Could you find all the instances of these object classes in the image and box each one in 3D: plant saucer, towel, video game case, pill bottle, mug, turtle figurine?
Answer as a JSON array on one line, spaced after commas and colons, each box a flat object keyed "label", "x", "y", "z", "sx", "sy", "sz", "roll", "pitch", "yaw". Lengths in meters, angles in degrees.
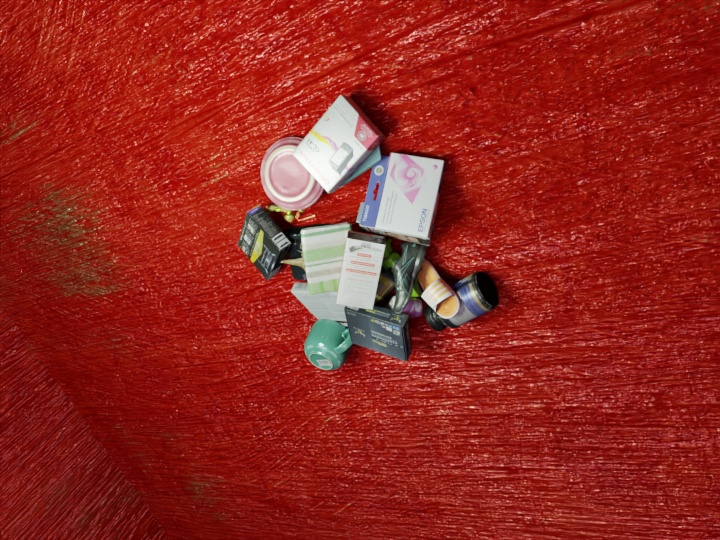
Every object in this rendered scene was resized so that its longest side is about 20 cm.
[{"label": "plant saucer", "x": -0.192, "y": -0.270, "z": 1.458, "sx": 0.196, "sy": 0.051, "sz": 0.205, "roll": 2, "pitch": 100, "yaw": 11}, {"label": "plant saucer", "x": -0.019, "y": -0.281, "z": 1.414, "sx": 0.198, "sy": 0.071, "sz": 0.019, "roll": -26, "pitch": 148, "yaw": 34}, {"label": "towel", "x": -0.089, "y": -0.034, "z": 1.487, "sx": 0.146, "sy": 0.031, "sz": 0.204, "roll": -8, "pitch": 116, "yaw": -6}, {"label": "video game case", "x": 0.002, "y": 0.025, "z": 1.576, "sx": 0.180, "sy": 0.026, "sz": 0.200, "roll": 40, "pitch": 142, "yaw": 2}, {"label": "pill bottle", "x": 0.280, "y": 0.093, "z": 1.466, "sx": 0.199, "sy": 0.112, "sz": 0.112, "roll": -34, "pitch": 102, "yaw": 36}, {"label": "mug", "x": -0.107, "y": 0.247, "z": 1.713, "sx": 0.150, "sy": 0.115, "sz": 0.186, "roll": 24, "pitch": 140, "yaw": 2}, {"label": "turtle figurine", "x": -0.216, "y": -0.213, "z": 1.541, "sx": 0.197, "sy": 0.064, "sz": 0.165, "roll": 0, "pitch": 112, "yaw": 36}]

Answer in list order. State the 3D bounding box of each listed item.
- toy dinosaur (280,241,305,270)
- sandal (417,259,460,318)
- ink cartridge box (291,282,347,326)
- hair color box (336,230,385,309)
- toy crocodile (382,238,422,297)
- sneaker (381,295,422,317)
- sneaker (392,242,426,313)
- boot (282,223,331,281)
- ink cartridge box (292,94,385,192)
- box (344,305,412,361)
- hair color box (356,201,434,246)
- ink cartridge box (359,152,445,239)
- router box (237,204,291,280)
[{"label": "toy dinosaur", "x": -0.155, "y": -0.030, "z": 1.532, "sx": 0.195, "sy": 0.059, "sz": 0.103, "roll": 6, "pitch": 128, "yaw": 10}, {"label": "sandal", "x": 0.194, "y": 0.048, "z": 1.441, "sx": 0.080, "sy": 0.059, "sz": 0.208, "roll": -52, "pitch": 50, "yaw": 24}, {"label": "ink cartridge box", "x": -0.092, "y": 0.110, "z": 1.659, "sx": 0.193, "sy": 0.044, "sz": 0.200, "roll": 0, "pitch": 145, "yaw": 36}, {"label": "hair color box", "x": 0.000, "y": 0.000, "z": 1.460, "sx": 0.108, "sy": 0.064, "sz": 0.204, "roll": 9, "pitch": 115, "yaw": -4}, {"label": "toy crocodile", "x": 0.116, "y": -0.002, "z": 1.522, "sx": 0.201, "sy": 0.062, "sz": 0.067, "roll": 51, "pitch": 144, "yaw": -13}, {"label": "sneaker", "x": 0.125, "y": 0.137, "z": 1.592, "sx": 0.112, "sy": 0.074, "sz": 0.201, "roll": 1, "pitch": 159, "yaw": -20}, {"label": "sneaker", "x": 0.120, "y": 0.018, "z": 1.454, "sx": 0.078, "sy": 0.075, "sz": 0.204, "roll": 18, "pitch": 88, "yaw": 1}, {"label": "boot", "x": -0.140, "y": -0.050, "z": 1.598, "sx": 0.196, "sy": 0.077, "sz": 0.171, "roll": -3, "pitch": 121, "yaw": 22}, {"label": "ink cartridge box", "x": -0.056, "y": -0.325, "z": 1.345, "sx": 0.148, "sy": 0.086, "sz": 0.200, "roll": 46, "pitch": 109, "yaw": 0}, {"label": "box", "x": 0.054, "y": 0.177, "z": 1.552, "sx": 0.197, "sy": 0.051, "sz": 0.160, "roll": 16, "pitch": 139, "yaw": 26}, {"label": "hair color box", "x": 0.097, "y": -0.126, "z": 1.419, "sx": 0.196, "sy": 0.099, "sz": 0.062, "roll": 14, "pitch": 84, "yaw": 17}, {"label": "ink cartridge box", "x": 0.104, "y": -0.197, "z": 1.342, "sx": 0.196, "sy": 0.043, "sz": 0.201, "roll": 11, "pitch": 87, "yaw": 17}, {"label": "router box", "x": -0.300, "y": -0.082, "z": 1.614, "sx": 0.158, "sy": 0.052, "sz": 0.200, "roll": 49, "pitch": 146, "yaw": 7}]
